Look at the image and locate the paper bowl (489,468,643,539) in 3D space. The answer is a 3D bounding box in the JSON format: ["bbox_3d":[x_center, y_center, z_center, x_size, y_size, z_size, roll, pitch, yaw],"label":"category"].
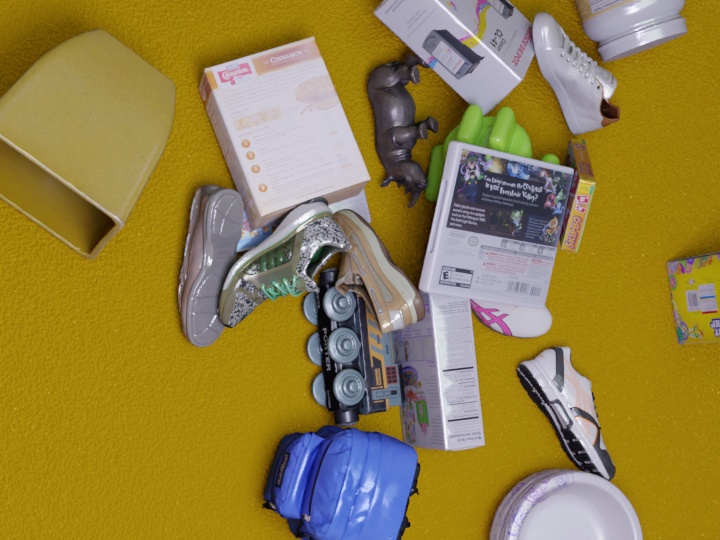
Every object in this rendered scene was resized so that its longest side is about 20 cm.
[{"bbox_3d":[0.263,0.363,1.752,0.199,0.104,0.203,2,84,-17],"label":"paper bowl"}]

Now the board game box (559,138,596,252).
[{"bbox_3d":[0.280,-0.104,1.745,0.030,0.200,0.096,13,112,3],"label":"board game box"}]

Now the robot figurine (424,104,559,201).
[{"bbox_3d":[0.167,-0.116,1.724,0.174,0.201,0.116,5,46,17],"label":"robot figurine"}]

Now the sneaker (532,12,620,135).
[{"bbox_3d":[0.295,-0.272,1.784,0.200,0.084,0.073,54,39,-39],"label":"sneaker"}]

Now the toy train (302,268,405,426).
[{"bbox_3d":[-0.006,0.096,1.706,0.113,0.085,0.202,-3,83,-31],"label":"toy train"}]

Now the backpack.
[{"bbox_3d":[-0.023,0.271,1.620,0.166,0.200,0.164,14,82,-16],"label":"backpack"}]

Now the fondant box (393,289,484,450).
[{"bbox_3d":[0.095,0.124,1.698,0.058,0.144,0.202,-4,87,-19],"label":"fondant box"}]

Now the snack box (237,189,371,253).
[{"bbox_3d":[-0.087,-0.075,1.719,0.198,0.024,0.073,-13,90,-18],"label":"snack box"}]

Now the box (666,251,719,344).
[{"bbox_3d":[0.560,0.027,1.823,0.191,0.200,0.123,-8,88,-17],"label":"box"}]

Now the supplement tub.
[{"bbox_3d":[0.359,-0.402,1.824,0.144,0.145,0.202,-19,91,-18],"label":"supplement tub"}]

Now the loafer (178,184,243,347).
[{"bbox_3d":[-0.192,-0.008,1.665,0.071,0.063,0.202,3,102,-43],"label":"loafer"}]

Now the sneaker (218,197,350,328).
[{"bbox_3d":[-0.092,0.005,1.637,0.200,0.077,0.089,-46,62,3],"label":"sneaker"}]

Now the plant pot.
[{"bbox_3d":[-0.326,-0.165,1.571,0.194,0.195,0.201,36,68,-12],"label":"plant pot"}]

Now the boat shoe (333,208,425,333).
[{"bbox_3d":[0.000,0.000,1.647,0.076,0.200,0.072,-27,138,-14],"label":"boat shoe"}]

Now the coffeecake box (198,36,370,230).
[{"bbox_3d":[-0.098,-0.174,1.684,0.152,0.073,0.202,-19,82,-18],"label":"coffeecake box"}]

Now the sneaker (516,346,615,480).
[{"bbox_3d":[0.295,0.192,1.794,0.080,0.074,0.201,-33,96,-19],"label":"sneaker"}]

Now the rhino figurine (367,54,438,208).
[{"bbox_3d":[0.055,-0.182,1.747,0.060,0.087,0.202,-4,87,-57],"label":"rhino figurine"}]

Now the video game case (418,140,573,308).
[{"bbox_3d":[0.169,-0.053,1.637,0.199,0.023,0.184,8,96,-36],"label":"video game case"}]

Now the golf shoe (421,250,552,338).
[{"bbox_3d":[0.176,0.029,1.760,0.199,0.092,0.073,31,76,-14],"label":"golf shoe"}]

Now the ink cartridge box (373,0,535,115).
[{"bbox_3d":[0.132,-0.324,1.746,0.200,0.086,0.148,40,39,-10],"label":"ink cartridge box"}]
